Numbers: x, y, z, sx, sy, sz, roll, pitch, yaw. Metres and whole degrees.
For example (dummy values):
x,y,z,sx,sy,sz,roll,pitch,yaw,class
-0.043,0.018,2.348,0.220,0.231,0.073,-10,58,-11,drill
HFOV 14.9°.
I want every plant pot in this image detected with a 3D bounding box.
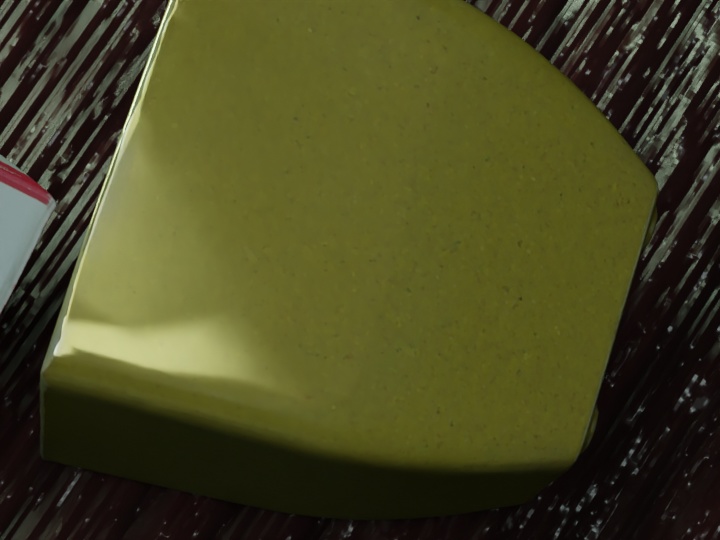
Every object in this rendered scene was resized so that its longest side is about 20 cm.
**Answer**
x,y,z,sx,sy,sz,roll,pitch,yaw,class
0.000,0.000,1.061,0.199,0.194,0.197,20,76,-2,plant pot

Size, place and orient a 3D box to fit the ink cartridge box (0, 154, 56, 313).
x,y,z,sx,sy,sz,roll,pitch,yaw,class
-0.211,-0.035,1.046,0.145,0.200,0.084,26,90,-18,ink cartridge box
